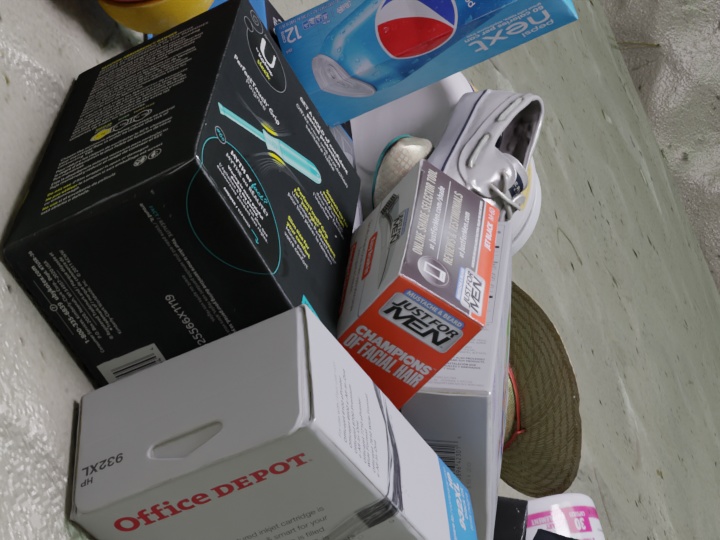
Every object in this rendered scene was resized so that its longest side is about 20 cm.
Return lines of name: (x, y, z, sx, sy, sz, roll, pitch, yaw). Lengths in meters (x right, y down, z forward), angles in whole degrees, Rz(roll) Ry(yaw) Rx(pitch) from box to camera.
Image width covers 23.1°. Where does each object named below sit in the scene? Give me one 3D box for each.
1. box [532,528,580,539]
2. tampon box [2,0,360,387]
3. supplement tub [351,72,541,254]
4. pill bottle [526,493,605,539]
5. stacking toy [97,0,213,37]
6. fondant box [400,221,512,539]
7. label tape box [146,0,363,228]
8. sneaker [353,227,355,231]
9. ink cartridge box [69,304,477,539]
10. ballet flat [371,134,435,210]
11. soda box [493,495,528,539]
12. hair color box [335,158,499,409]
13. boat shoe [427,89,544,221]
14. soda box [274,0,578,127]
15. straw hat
box: (0.134, 0.303, 1.204, 0.201, 0.079, 0.141, -58, 136, -23)
tampon box: (-0.094, -0.034, 1.012, 0.150, 0.126, 0.200, 58, 21, -26)
supplement tub: (0.062, -0.085, 1.472, 0.200, 0.145, 0.146, 34, 39, -60)
pill bottle: (0.155, 0.285, 1.373, 0.113, 0.113, 0.201, 27, 44, -63)
stacking toy: (-0.135, -0.202, 1.121, 0.201, 0.145, 0.147, 71, 12, -45)
fondant box: (0.065, 0.078, 1.147, 0.200, 0.058, 0.145, -74, 165, -57)
label tape box: (-0.073, -0.117, 1.259, 0.200, 0.063, 0.145, 48, 27, -47)
sneaker: (0.000, 0.000, 1.217, 0.200, 0.075, 0.116, -41, 138, -54)
ink cartridge box: (-0.041, 0.126, 0.955, 0.200, 0.144, 0.084, 50, 25, -42)
ballet flat: (0.048, -0.019, 1.347, 0.062, 0.067, 0.201, 43, -28, 32)
soda box: (0.062, 0.243, 1.138, 0.064, 0.070, 0.201, 88, 13, -52)
hair color box: (-0.003, 0.042, 1.047, 0.064, 0.200, 0.111, 31, 38, -15)
boat shoe: (0.091, -0.062, 1.288, 0.072, 0.065, 0.200, 68, 31, -32)
soda box: (0.045, -0.174, 1.237, 0.068, 0.199, 0.065, 29, 41, -64)
straw hat: (0.087, 0.106, 1.415, 0.085, 0.201, 0.202, -22, 90, -30)
